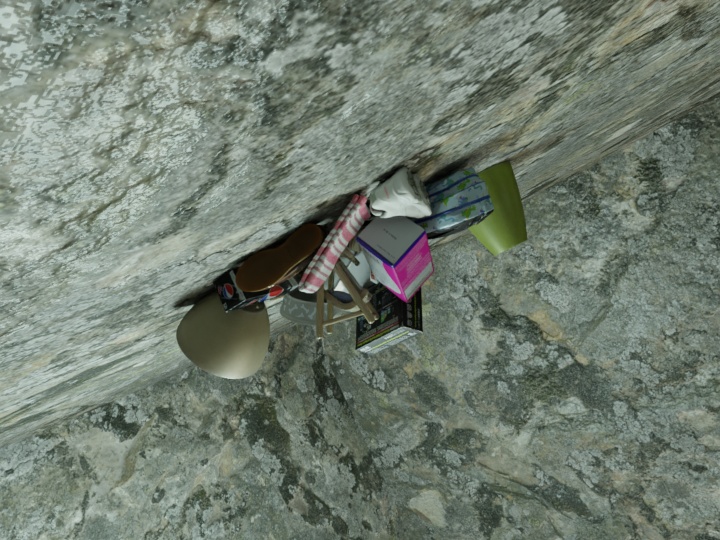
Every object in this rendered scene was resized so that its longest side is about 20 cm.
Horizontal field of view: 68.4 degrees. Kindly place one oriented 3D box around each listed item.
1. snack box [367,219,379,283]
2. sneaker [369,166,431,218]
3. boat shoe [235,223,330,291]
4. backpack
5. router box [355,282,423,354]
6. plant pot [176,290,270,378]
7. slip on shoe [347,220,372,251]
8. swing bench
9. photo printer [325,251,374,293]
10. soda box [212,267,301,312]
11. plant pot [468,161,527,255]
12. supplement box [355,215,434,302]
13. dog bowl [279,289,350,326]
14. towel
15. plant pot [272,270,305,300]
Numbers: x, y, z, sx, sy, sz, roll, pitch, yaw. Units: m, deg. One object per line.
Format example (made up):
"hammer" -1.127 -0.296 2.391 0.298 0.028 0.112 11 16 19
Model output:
"snack box" 0.047 -0.053 1.175 0.072 0.024 0.201 -48 156 -26
"sneaker" 0.067 -0.131 0.965 0.099 0.078 0.200 -21 168 18
"boat shoe" -0.140 -0.018 0.996 0.199 0.071 0.070 -28 169 14
"backpack" 0.186 -0.136 1.134 0.162 0.155 0.199 -15 -165 -31
"router box" 0.064 0.100 1.257 0.062 0.151 0.200 18 149 -28
"plant pot" -0.274 0.111 1.139 0.135 0.200 0.200 -57 162 22
"slip on shoe" 0.015 -0.084 1.181 0.200 0.061 0.075 -16 130 -60
"swing bench" -0.050 0.029 1.139 0.129 0.201 0.199 -17 176 3
"photo printer" 0.000 0.000 1.340 0.165 0.070 0.201 2 134 -39
"soda box" -0.208 0.027 1.109 0.063 0.071 0.200 -30 174 29
"plant pot" 0.350 -0.149 1.384 0.186 0.201 0.187 -26 174 -3
"supplement box" 0.077 -0.030 1.099 0.103 0.101 0.200 -47 155 -10
"dog bowl" -0.119 0.088 1.434 0.198 0.059 0.200 4 -165 -1
"towel" -0.045 -0.042 0.968 0.201 0.030 0.146 -58 175 -1
"plant pot" -0.181 0.033 1.555 0.199 0.028 0.200 -25 175 -2
